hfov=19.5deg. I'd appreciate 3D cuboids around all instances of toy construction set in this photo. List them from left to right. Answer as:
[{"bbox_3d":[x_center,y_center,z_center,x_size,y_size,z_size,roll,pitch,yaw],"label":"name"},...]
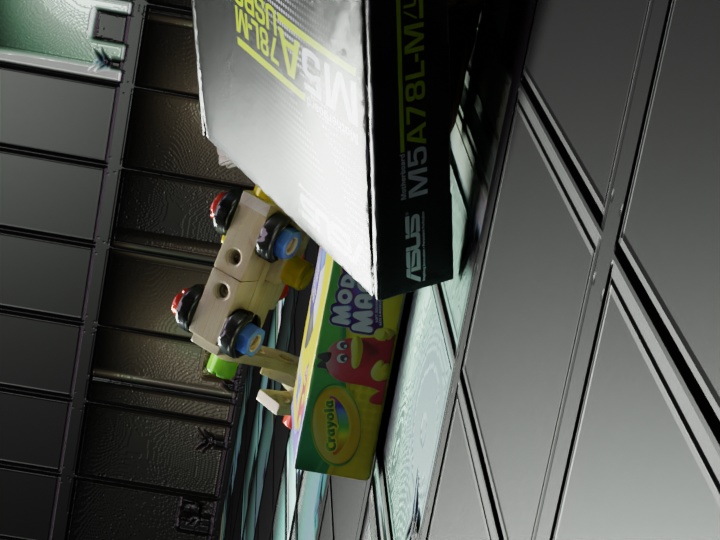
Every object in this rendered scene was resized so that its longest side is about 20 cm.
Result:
[{"bbox_3d":[-0.041,-0.002,1.253,0.131,0.092,0.202,-5,-75,-63],"label":"toy construction set"}]

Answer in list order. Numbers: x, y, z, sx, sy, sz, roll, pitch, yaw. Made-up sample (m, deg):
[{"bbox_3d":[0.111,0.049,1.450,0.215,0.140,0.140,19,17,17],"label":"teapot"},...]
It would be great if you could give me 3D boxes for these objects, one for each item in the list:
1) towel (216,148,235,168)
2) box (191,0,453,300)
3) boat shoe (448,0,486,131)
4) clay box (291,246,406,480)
[{"bbox_3d":[-0.142,-0.248,3.031,0.132,0.034,0.201,-10,63,40],"label":"towel"},{"bbox_3d":[-0.023,-0.115,0.953,0.200,0.047,0.194,44,141,51],"label":"box"},{"bbox_3d":[0.035,-0.141,0.955,0.070,0.070,0.201,49,148,32],"label":"boat shoe"},{"bbox_3d":[0.000,0.000,1.147,0.115,0.047,0.201,-101,20,-77],"label":"clay box"}]
